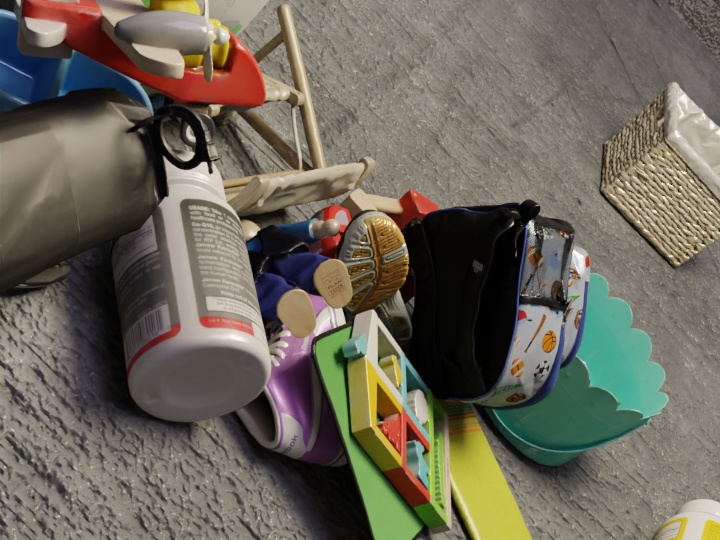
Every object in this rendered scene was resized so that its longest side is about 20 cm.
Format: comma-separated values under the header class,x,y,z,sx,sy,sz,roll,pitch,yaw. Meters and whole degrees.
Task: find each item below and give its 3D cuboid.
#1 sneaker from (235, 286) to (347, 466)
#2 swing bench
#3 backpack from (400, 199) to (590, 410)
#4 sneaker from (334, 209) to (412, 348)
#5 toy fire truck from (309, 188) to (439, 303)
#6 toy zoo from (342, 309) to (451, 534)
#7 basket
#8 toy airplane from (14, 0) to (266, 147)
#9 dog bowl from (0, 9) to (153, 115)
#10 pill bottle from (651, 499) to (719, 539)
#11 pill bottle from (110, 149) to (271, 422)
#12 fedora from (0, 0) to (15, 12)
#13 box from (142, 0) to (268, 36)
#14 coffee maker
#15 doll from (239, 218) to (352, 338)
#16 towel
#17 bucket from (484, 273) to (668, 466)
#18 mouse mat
class,x,y,z,sx,sy,sz,roll,pitch,yaw
sneaker,-0.069,0.068,1.105,0.113,0.073,0.203,16,45,-39
swing bench,-0.120,-0.138,1.210,0.198,0.129,0.202,-15,74,-58
backpack,0.130,0.041,1.249,0.152,0.199,0.194,18,79,-29
sneaker,0.000,0.000,1.202,0.075,0.201,0.088,-18,55,-10
toy fire truck,0.016,-0.040,1.354,0.198,0.049,0.143,21,41,-39
toy zoo,0.032,0.128,1.133,0.201,0.020,0.133,55,26,-40
basket,0.504,-0.150,2.010,0.200,0.161,0.199,41,32,-13
toy airplane,-0.177,-0.204,1.010,0.199,0.142,0.199,36,14,14
dog bowl,-0.264,-0.149,1.071,0.198,0.050,0.113,27,46,-24
pill bottle,0.355,0.328,1.344,0.112,0.111,0.200,49,31,0
pill bottle,-0.143,0.009,1.028,0.113,0.114,0.202,21,41,-40
fedora,-0.299,-0.287,1.164,0.198,0.090,0.179,12,46,-38
box,-0.210,-0.360,1.354,0.198,0.096,0.178,18,44,-43
coffee maker,-0.240,-0.064,0.901,0.136,0.191,0.200,58,31,-3
doll,-0.072,-0.004,1.115,0.049,0.136,0.200,58,-14,-27
towel,0.102,0.189,1.255,0.085,0.018,0.202,0,57,-47
bucket,0.221,0.104,1.385,0.206,0.135,0.209,33,33,-26
mouse mat,0.013,0.144,1.109,0.161,0.007,0.203,-16,89,-70
